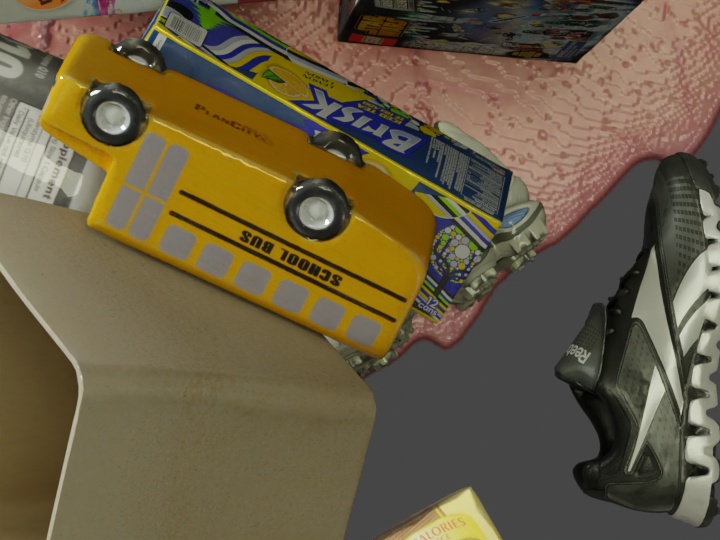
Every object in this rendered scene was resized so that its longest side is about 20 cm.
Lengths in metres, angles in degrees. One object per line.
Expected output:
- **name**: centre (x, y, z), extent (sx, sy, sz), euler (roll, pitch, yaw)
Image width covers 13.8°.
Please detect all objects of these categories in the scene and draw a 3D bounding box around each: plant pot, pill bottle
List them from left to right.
- **pill bottle**: centre (-0.180, -0.059, 1.538), extent (0.199, 0.114, 0.114), euler (22, 82, -3)
- **plant pot**: centre (-0.108, 0.089, 1.432), extent (0.176, 0.200, 0.201), euler (1, 117, -29)

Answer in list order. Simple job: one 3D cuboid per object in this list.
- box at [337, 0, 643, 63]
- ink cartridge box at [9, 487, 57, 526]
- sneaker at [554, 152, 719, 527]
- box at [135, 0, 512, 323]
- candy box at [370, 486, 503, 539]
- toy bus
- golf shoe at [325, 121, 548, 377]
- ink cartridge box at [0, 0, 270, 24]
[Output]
- **box**: centre (0.064, -0.146, 1.530), extent (0.136, 0.200, 0.040), euler (5, 84, -5)
- **ink cartridge box**: centre (-0.152, 0.122, 1.559), extent (0.099, 0.039, 0.200), euler (-44, 91, -9)
- **sneaker**: centre (0.150, 0.035, 1.586), extent (0.090, 0.066, 0.201), euler (3, 85, -8)
- **box**: centre (-0.027, -0.059, 1.490), extent (0.199, 0.064, 0.070), euler (30, 116, -6)
- **candy box**: centre (0.056, 0.228, 1.559), extent (0.115, 0.055, 0.201), euler (-29, 87, -8)
- **toy bus**: centre (-0.061, -0.038, 1.433), extent (0.199, 0.065, 0.079), euler (25, 117, -5)
- **golf shoe**: centre (0.000, 0.000, 1.577), extent (0.200, 0.078, 0.097), euler (-35, 82, -18)
- **ink cartridge box**: centre (-0.129, -0.224, 1.522), extent (0.199, 0.145, 0.146), euler (-6, 122, -6)
